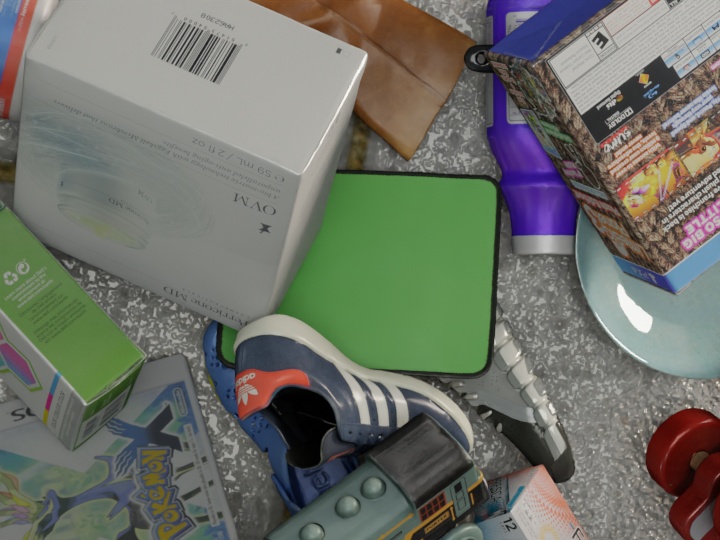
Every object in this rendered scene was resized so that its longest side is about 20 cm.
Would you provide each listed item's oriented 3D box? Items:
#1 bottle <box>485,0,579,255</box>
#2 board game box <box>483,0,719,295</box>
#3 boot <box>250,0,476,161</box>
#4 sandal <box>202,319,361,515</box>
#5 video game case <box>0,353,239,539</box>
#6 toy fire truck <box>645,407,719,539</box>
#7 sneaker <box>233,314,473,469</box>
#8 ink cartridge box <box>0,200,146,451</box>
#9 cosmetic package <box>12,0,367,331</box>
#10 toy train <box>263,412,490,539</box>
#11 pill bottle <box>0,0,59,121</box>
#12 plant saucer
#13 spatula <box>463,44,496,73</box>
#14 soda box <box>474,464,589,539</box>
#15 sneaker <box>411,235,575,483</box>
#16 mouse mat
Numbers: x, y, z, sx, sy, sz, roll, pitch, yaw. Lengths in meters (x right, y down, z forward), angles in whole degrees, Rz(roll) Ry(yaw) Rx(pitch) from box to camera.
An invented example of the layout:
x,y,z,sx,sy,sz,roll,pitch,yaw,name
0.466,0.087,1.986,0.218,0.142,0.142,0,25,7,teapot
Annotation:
x,y,z,sx,sy,sz,roll,pitch,yaw,name
0.134,-0.111,1.746,0.083,0.065,0.200,-1,90,-12,bottle
0.213,-0.114,1.668,0.159,0.097,0.200,-37,108,-8,board game box
-0.041,-0.146,1.744,0.200,0.068,0.188,37,79,-12,boot
-0.047,0.114,1.717,0.079,0.087,0.200,-33,91,-3,sandal
-0.188,0.160,1.672,0.182,0.022,0.200,-15,50,-6,video game case
0.318,0.150,1.742,0.200,0.112,0.168,-45,127,-4,toy fire truck
-0.008,0.110,1.660,0.200,0.075,0.085,26,50,-25,sneaker
-0.243,0.024,1.665,0.059,0.104,0.200,-40,82,-25,ink cartridge box
-0.122,-0.085,1.625,0.199,0.200,0.123,24,56,5,cosmetic package
0.002,0.184,1.622,0.200,0.114,0.085,-34,53,-16,toy train
-0.320,-0.182,1.679,0.200,0.112,0.112,14,88,-4,pill bottle
0.250,-0.021,1.764,0.201,0.039,0.201,-1,94,-12,plant saucer
0.169,-0.150,1.711,0.200,0.021,0.057,1,91,-19,spatula
0.145,0.243,1.717,0.064,0.068,0.200,-24,105,36,soda box
0.068,0.084,1.741,0.115,0.075,0.200,-28,82,0,sneaker
0.000,0.000,1.715,0.200,0.008,0.161,3,67,5,mouse mat
